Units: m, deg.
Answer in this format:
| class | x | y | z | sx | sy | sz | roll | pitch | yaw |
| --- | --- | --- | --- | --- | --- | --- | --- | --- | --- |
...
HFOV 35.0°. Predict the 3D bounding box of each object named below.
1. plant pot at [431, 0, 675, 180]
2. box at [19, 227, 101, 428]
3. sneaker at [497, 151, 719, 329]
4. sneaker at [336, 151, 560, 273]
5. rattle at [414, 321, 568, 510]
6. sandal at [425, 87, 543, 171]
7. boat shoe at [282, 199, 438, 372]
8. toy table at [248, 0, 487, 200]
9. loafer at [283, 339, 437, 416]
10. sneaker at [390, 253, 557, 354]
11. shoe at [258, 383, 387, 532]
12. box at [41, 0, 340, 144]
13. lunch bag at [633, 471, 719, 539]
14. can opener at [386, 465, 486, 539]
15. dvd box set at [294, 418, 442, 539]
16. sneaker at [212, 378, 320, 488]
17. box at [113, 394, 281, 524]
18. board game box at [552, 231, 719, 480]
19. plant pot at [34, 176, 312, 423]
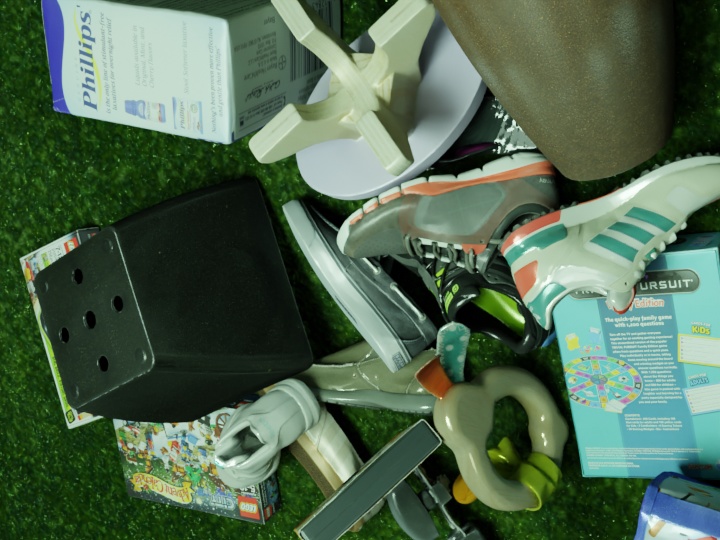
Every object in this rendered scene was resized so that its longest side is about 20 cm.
| class | x | y | z | sx | sy | sz | roll | pitch | yaw |
| --- | --- | --- | --- | --- | --- | --- | --- | --- | --- |
| plant pot | 0.159 | -0.178 | 0.857 | 0.184 | 0.188 | 0.202 | -10 | 119 | 33 |
| box | -0.311 | 0.065 | 1.282 | 0.109 | 0.034 | 0.204 | -21 | 85 | 35 |
| sneaker | 0.212 | -0.018 | 0.896 | 0.197 | 0.070 | 0.095 | -21 | 76 | 8 |
| sneaker | 0.077 | -0.035 | 0.962 | 0.197 | 0.077 | 0.083 | -18 | 76 | 9 |
| rattle | 0.085 | 0.130 | 1.030 | 0.199 | 0.132 | 0.142 | 33 | 170 | -28 |
| sandal | 0.087 | -0.125 | 0.983 | 0.197 | 0.048 | 0.077 | -5 | 107 | 32 |
| boat shoe | 0.000 | 0.000 | 1.076 | 0.201 | 0.067 | 0.072 | 52 | 172 | 27 |
| toy table | 0.006 | -0.149 | 0.934 | 0.184 | 0.117 | 0.201 | 44 | 104 | 22 |
| loafer | 0.013 | 0.099 | 1.115 | 0.197 | 0.075 | 0.071 | 3 | 81 | 31 |
| sneaker | 0.089 | 0.002 | 1.012 | 0.198 | 0.082 | 0.071 | 37 | 123 | 14 |
| shoe | -0.044 | 0.174 | 1.187 | 0.201 | 0.053 | 0.070 | 55 | 161 | 8 |
| box | -0.145 | -0.200 | 1.011 | 0.197 | 0.184 | 0.107 | 14 | 118 | 26 |
| lunch bag | 0.307 | 0.246 | 0.921 | 0.167 | 0.125 | 0.201 | 16 | 151 | 25 |
| can opener | 0.098 | 0.277 | 1.130 | 0.066 | 0.053 | 0.201 | -36 | 93 | -4 |
| dvd box set | 0.001 | 0.200 | 1.047 | 0.029 | 0.146 | 0.200 | 48 | 170 | 6 |
| sneaker | -0.118 | 0.176 | 1.141 | 0.076 | 0.088 | 0.200 | 49 | 140 | 8 |
| box | -0.188 | 0.200 | 1.286 | 0.197 | 0.038 | 0.139 | 4 | 111 | 30 |
| board game box | 0.248 | 0.075 | 0.968 | 0.149 | 0.047 | 0.204 | -4 | 107 | 32 |
| plant pot | -0.196 | 0.041 | 1.112 | 0.198 | 0.176 | 0.203 | -26 | 79 | 36 |
